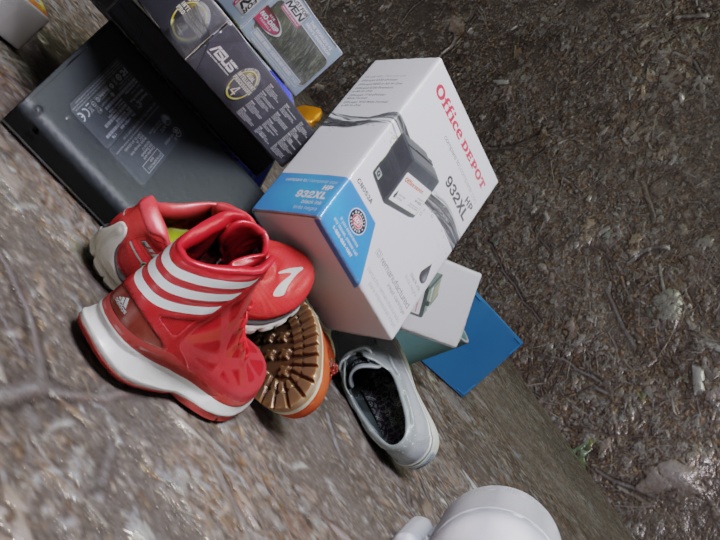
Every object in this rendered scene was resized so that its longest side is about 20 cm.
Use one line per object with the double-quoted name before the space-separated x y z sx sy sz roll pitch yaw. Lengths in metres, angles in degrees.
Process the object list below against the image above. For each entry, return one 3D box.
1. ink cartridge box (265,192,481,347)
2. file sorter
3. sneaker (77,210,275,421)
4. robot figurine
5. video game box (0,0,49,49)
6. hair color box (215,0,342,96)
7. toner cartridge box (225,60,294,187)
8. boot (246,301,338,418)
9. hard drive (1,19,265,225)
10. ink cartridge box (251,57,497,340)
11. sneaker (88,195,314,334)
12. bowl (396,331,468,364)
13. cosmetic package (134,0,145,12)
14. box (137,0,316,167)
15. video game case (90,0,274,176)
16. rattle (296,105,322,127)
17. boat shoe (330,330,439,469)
"ink cartridge box" 0.000 0.000 1.017 0.198 0.085 0.145 21 0 -34
"file sorter" 0.149 0.087 1.665 0.200 0.139 0.123 43 7 -47
"sneaker" -0.083 0.032 0.658 0.079 0.115 0.200 53 8 18
"robot figurine" 0.107 0.241 0.811 0.167 0.115 0.200 13 2 10
"video game box" -0.363 -0.302 0.838 0.200 0.047 0.183 41 15 -52
"hair color box" -0.105 -0.255 0.900 0.200 0.061 0.099 52 4 37
"toner cartridge box" -0.117 -0.150 1.044 0.200 0.043 0.096 133 -49 -62
"boot" -0.049 0.074 0.840 0.108 0.075 0.200 52 5 -27
"hard drive" -0.165 -0.083 0.792 0.200 0.033 0.140 49 39 -19
"ink cartridge box" 0.020 -0.065 0.869 0.083 0.201 0.146 7 -40 42
"sneaker" -0.095 -0.008 0.725 0.199 0.085 0.078 9 53 -50
"bowl" 0.046 0.048 1.356 0.201 0.105 0.201 50 9 -10
"cosmetic package" -0.187 -0.238 1.088 0.106 0.091 0.200 35 -19 7
"box" -0.123 -0.186 0.807 0.162 0.049 0.200 54 3 24
"video game case" -0.175 -0.187 0.915 0.200 0.025 0.181 48 -2 -36
"rattle" -0.170 -0.238 1.332 0.201 0.142 0.130 55 25 -14
"boat shoe" 0.015 0.110 1.031 0.071 0.070 0.202 44 12 -50
